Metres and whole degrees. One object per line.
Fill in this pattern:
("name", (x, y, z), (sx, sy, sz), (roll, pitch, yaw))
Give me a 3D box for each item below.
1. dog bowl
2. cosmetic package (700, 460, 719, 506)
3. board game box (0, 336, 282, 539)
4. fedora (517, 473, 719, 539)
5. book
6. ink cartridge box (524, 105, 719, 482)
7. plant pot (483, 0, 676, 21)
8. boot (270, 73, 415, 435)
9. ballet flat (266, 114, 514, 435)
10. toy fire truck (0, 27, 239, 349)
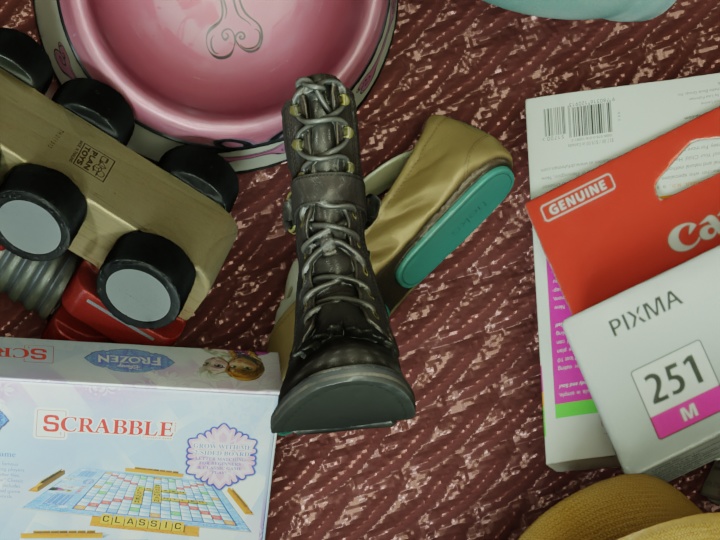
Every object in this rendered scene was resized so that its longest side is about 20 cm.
("dog bowl", (-0.073, -0.152, 1.477), (0.199, 0.074, 0.202), (0, 90, -8))
("cosmetic package", (0.277, 0.057, 1.512), (0.103, 0.087, 0.201), (26, 87, -4))
("board game box", (-0.147, 0.130, 1.439), (0.199, 0.041, 0.201), (4, 120, -8))
("fedora", (0.134, 0.160, 1.388), (0.200, 0.201, 0.082), (-23, 53, -6))
("book", (0.157, 0.000, 1.477), (0.133, 0.048, 0.201), (-6, 75, 17))
("ink cartridge box", (0.195, -0.008, 1.422), (0.199, 0.044, 0.174), (-26, 68, 10))
("plant pot", (0.074, -0.220, 1.419), (0.133, 0.200, 0.202), (-8, 91, -20))
("boot", (-0.017, -0.010, 1.371), (0.069, 0.200, 0.175), (-5, 85, -3))
("ballet flat", (0.000, 0.000, 1.501), (0.063, 0.069, 0.200), (39, 82, 23))
("toy fire truck", (-0.183, 0.006, 1.457), (0.175, 0.200, 0.129), (31, 45, -8))
